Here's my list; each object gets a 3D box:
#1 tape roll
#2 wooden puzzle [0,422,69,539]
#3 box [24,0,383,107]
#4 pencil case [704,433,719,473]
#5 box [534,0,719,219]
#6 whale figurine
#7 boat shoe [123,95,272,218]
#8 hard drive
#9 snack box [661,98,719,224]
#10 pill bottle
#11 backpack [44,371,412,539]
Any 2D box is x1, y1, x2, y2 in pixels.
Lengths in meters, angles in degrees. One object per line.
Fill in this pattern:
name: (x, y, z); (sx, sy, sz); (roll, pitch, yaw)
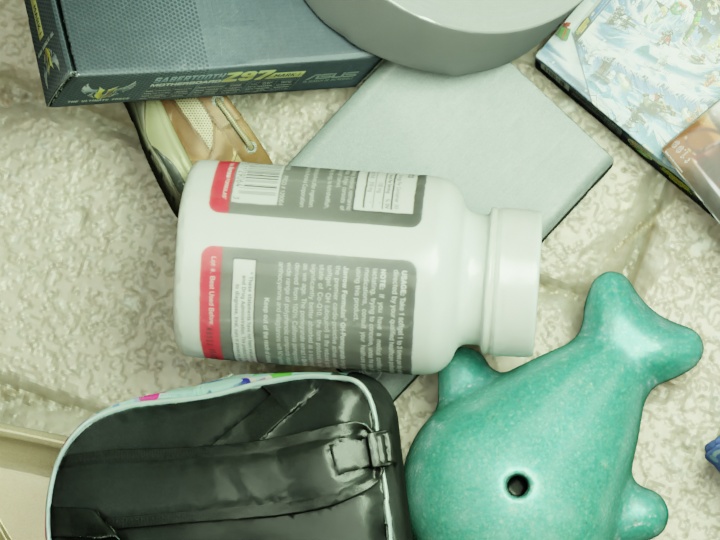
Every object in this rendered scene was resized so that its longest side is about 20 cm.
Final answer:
tape roll: (0.049, -0.216, 1.500); (0.199, 0.066, 0.202); (6, 70, -17)
wooden puzzle: (-0.258, 0.181, 1.529); (0.184, 0.037, 0.202); (11, 89, 4)
box: (-0.096, -0.178, 1.495); (0.199, 0.051, 0.159); (-5, 73, -26)
pencil case: (0.278, 0.153, 1.478); (0.201, 0.087, 0.078); (55, 134, 8)
box: (0.219, -0.110, 1.529); (0.200, 0.040, 0.137); (41, 88, 6)
whale figurine: (0.110, 0.095, 1.480); (0.159, 0.104, 0.200); (39, 86, 7)
boat shoe: (-0.115, -0.127, 1.539); (0.073, 0.076, 0.201); (-26, 91, -5)
hard drive: (0.030, -0.037, 1.535); (0.139, 0.033, 0.200); (43, 88, 6)
snack box: (0.259, -0.014, 1.482); (0.072, 0.024, 0.200); (-39, 85, 9)
pill bottle: (0.000, 0.000, 1.460); (0.198, 0.111, 0.112); (4, 84, 3)
backpack: (-0.071, 0.146, 1.460); (0.198, 0.151, 0.179); (-8, 85, 4)
